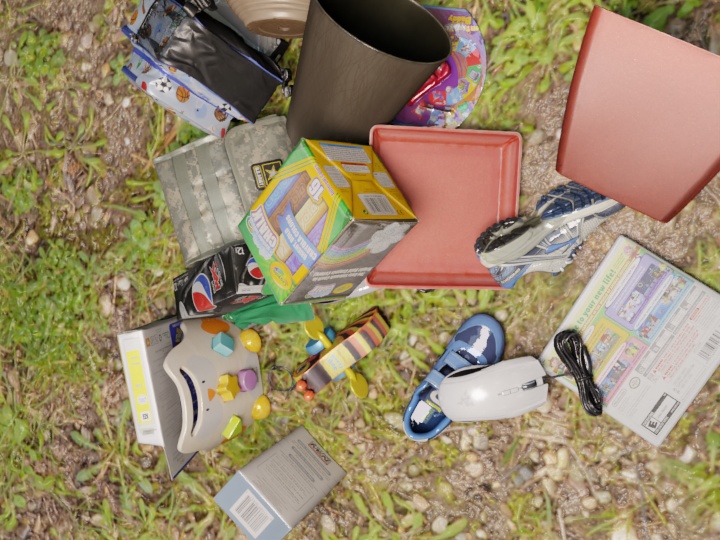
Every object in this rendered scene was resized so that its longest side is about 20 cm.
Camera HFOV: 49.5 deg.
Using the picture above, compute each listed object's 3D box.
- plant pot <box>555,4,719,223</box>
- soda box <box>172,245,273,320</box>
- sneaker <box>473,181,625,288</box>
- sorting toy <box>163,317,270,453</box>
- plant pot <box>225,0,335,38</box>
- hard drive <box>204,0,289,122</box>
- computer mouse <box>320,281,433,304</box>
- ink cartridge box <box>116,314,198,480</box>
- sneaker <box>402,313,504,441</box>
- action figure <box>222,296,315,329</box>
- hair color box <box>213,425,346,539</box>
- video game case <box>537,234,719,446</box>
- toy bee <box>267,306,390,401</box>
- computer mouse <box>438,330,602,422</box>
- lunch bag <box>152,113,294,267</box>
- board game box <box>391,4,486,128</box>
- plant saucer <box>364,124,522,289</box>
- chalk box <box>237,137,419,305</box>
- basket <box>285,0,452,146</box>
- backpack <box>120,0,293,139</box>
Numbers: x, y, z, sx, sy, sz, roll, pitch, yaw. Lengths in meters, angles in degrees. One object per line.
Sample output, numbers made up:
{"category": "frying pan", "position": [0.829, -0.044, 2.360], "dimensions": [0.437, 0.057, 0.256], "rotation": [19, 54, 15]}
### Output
{"category": "plant pot", "position": [0.323, -0.169, 0.874], "dimensions": [0.199, 0.200, 0.177], "rotation": [29, 113, 14]}
{"category": "soda box", "position": [-0.186, 0.020, 1.059], "dimensions": [0.199, 0.070, 0.064], "rotation": [-22, 74, 53]}
{"category": "sneaker", "position": [0.243, -0.044, 0.976], "dimensions": [0.199, 0.077, 0.086], "rotation": [-26, 118, 6]}
{"category": "sorting toy", "position": [-0.216, 0.169, 1.096], "dimensions": [0.106, 0.180, 0.202], "rotation": [-7, 94, 19]}
{"category": "plant pot", "position": [-0.094, -0.351, 0.987], "dimensions": [0.199, 0.201, 0.094], "rotation": [2, 93, 19]}
{"category": "hard drive", "position": [-0.216, -0.329, 1.122], "dimensions": [0.200, 0.038, 0.140], "rotation": [42, 107, 12]}
{"category": "computer mouse", "position": [0.000, 0.000, 1.067], "dimensions": [0.198, 0.044, 0.111], "rotation": [-18, 90, 20]}
{"category": "ink cartridge box", "position": [-0.275, 0.172, 1.107], "dimensions": [0.046, 0.198, 0.202], "rotation": [-8, 92, 3]}
{"category": "sneaker", "position": [0.122, 0.148, 1.028], "dimensions": [0.074, 0.082, 0.201], "rotation": [34, 104, 14]}
{"category": "action figure", "position": [-0.133, 0.036, 1.097], "dimensions": [0.199, 0.054, 0.119], "rotation": [-23, 73, 42]}
{"category": "hair color box", "position": [-0.103, 0.290, 1.057], "dimensions": [0.099, 0.200, 0.061], "rotation": [45, 108, 10]}
{"category": "video game case", "position": [0.347, 0.087, 0.974], "dimensions": [0.181, 0.022, 0.201], "rotation": [34, 106, 13]}
{"category": "toy bee", "position": [-0.044, 0.136, 1.068], "dimensions": [0.130, 0.109, 0.201], "rotation": [32, 110, -6]}
{"category": "computer mouse", "position": [0.196, 0.147, 0.971], "dimensions": [0.198, 0.044, 0.111], "rotation": [-14, 92, 1]}
{"category": "lunch bag", "position": [-0.162, -0.109, 1.085], "dimensions": [0.198, 0.118, 0.166], "rotation": [-19, 86, 14]}
{"category": "board game box", "position": [0.064, -0.271, 1.025], "dimensions": [0.198, 0.039, 0.160], "rotation": [12, 100, 17]}
{"category": "plant saucer", "position": [0.102, -0.079, 0.998], "dimensions": [0.197, 0.037, 0.202], "rotation": [1, 97, -10]}
{"category": "chalk box", "position": [-0.053, -0.043, 0.939], "dimensions": [0.200, 0.124, 0.124], "rotation": [-46, 64, 33]}
{"category": "basket", "position": [-0.009, -0.236, 0.974], "dimensions": [0.179, 0.137, 0.200], "rotation": [22, 138, -10]}
{"category": "backpack", "position": [-0.215, -0.275, 1.008], "dimensions": [0.154, 0.200, 0.191], "rotation": [-46, 49, 8]}
